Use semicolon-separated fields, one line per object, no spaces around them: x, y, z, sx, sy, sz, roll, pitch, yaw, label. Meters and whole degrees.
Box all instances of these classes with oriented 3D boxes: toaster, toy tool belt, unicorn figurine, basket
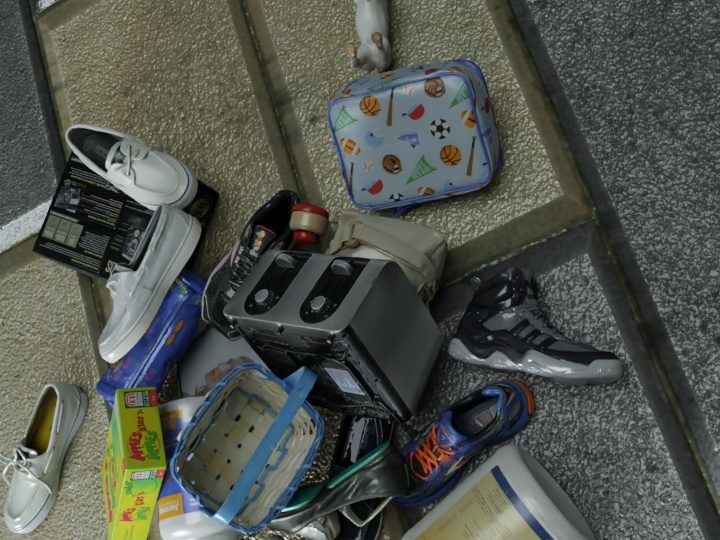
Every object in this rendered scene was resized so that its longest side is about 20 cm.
-0.020;0.073;1.219;0.179;0.201;0.120;6;54;40;toaster
0.000;0.000;1.300;0.196;0.125;0.125;12;81;13;toy tool belt
0.019;-0.321;1.392;0.073;0.137;0.204;12;96;17;unicorn figurine
-0.120;0.191;1.193;0.138;0.200;0.178;38;68;-11;basket

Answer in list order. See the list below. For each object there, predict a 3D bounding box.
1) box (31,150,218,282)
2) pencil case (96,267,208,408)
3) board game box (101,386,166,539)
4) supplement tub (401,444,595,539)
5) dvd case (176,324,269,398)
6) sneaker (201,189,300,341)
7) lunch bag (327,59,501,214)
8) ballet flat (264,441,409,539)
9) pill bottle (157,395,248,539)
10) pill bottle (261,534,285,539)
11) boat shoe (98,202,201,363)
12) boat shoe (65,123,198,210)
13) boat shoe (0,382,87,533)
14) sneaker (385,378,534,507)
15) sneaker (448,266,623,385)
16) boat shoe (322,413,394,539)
-0.310;-0.063;1.481;0.197;0.086;0.167;17;82;27;box
-0.250;0.094;1.391;0.077;0.087;0.202;34;90;-7;pencil case
-0.270;0.235;1.324;0.047;0.201;0.103;-2;54;-20;board game box
0.128;0.295;1.153;0.200;0.144;0.145;-43;63;8;supplement tub
-0.145;0.090;1.404;0.197;0.018;0.145;-19;69;19;dvd case
-0.130;-0.018;1.347;0.079;0.087;0.203;23;65;-1;sneaker
0.061;-0.153;1.317;0.197;0.076;0.163;-9;112;24;lunch bag
-0.030;0.256;1.222;0.198;0.068;0.069;-29;91;27;ballet flat
-0.186;0.260;1.324;0.110;0.112;0.204;-16;70;20;pill bottle
-0.062;0.395;1.231;0.112;0.112;0.200;-45;63;7;pill bottle
-0.268;0.012;1.348;0.202;0.068;0.072;-56;27;1;boat shoe
-0.291;-0.136;1.407;0.198;0.066;0.073;31;89;28;boat shoe
-0.426;0.240;1.453;0.074;0.086;0.205;22;85;27;boat shoe
0.098;0.184;1.234;0.200;0.078;0.076;-43;63;8;sneaker
0.194;0.058;1.224;0.197;0.075;0.116;7;82;28;sneaker
-0.007;0.239;1.277;0.073;0.062;0.204;8;81;24;boat shoe
